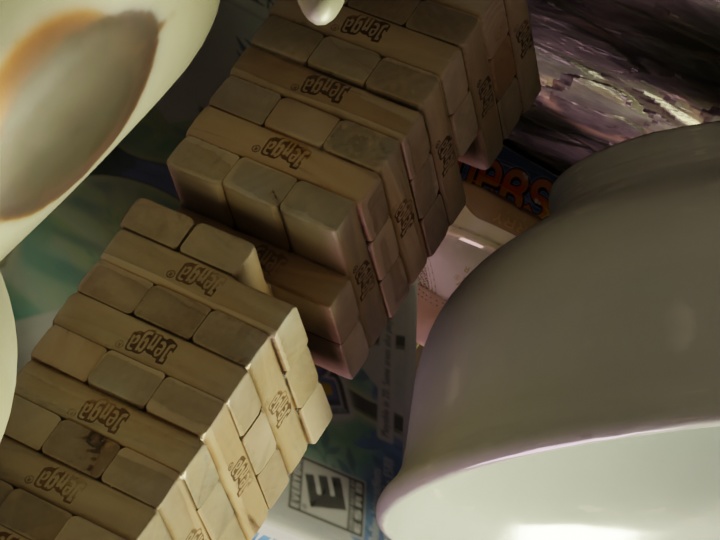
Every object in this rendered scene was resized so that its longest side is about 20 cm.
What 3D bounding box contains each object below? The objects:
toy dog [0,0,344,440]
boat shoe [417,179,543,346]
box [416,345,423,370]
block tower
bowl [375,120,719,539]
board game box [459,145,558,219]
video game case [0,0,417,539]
[{"bbox_3d":[-0.110,-0.025,0.569,0.193,0.200,0.140,12,150,5],"label":"toy dog"},{"bbox_3d":[0.000,0.000,0.930,0.072,0.065,0.200,26,173,-27],"label":"boat shoe"},{"bbox_3d":[0.039,0.035,1.047,0.200,0.078,0.095,20,174,37],"label":"box"},{"bbox_3d":[-0.027,0.005,0.627,0.054,0.200,0.058,22,152,25],"label":"block tower"},{"bbox_3d":[0.100,0.018,0.670,0.201,0.091,0.201,-4,163,-1],"label":"bowl"},{"bbox_3d":[0.039,-0.029,1.025,0.200,0.035,0.135,27,174,-35],"label":"board game box"},{"bbox_3d":[-0.060,-0.024,0.718,0.182,0.200,0.022,25,138,-27],"label":"video game case"}]
